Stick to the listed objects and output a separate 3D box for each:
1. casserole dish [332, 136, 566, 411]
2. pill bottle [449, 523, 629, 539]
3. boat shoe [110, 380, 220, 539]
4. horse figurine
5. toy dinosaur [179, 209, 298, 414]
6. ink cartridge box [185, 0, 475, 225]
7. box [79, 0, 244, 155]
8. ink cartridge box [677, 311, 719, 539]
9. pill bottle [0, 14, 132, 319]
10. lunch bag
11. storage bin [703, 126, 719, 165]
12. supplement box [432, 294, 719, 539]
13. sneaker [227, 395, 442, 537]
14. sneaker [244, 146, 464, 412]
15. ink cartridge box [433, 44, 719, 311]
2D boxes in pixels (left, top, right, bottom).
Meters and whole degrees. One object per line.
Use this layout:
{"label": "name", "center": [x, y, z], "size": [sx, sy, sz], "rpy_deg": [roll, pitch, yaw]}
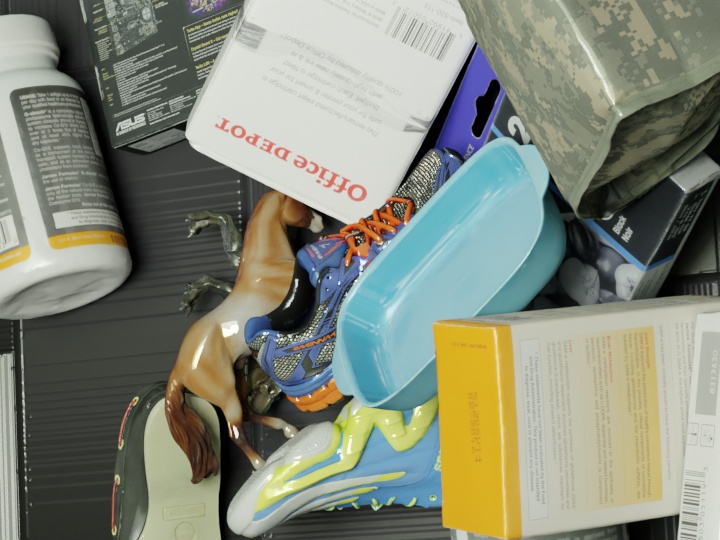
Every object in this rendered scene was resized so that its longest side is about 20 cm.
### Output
{"label": "casserole dish", "center": [0.059, 0.008, 1.535], "size": [0.200, 0.039, 0.121], "rpy_deg": [-48, 33, 22]}
{"label": "pill bottle", "center": [0.111, 0.142, 1.569], "size": [0.114, 0.114, 0.201], "rpy_deg": [-3, 96, 27]}
{"label": "boat shoe", "center": [-0.139, 0.178, 1.745], "size": [0.063, 0.073, 0.202], "rpy_deg": [-155, 69, -65]}
{"label": "horse figurine", "center": [-0.068, 0.052, 1.689], "size": [0.133, 0.050, 0.200], "rpy_deg": [42, 83, -9]}
{"label": "toy dinosaur", "center": [-0.080, -0.001, 1.739], "size": [0.088, 0.047, 0.201], "rpy_deg": [8, 90, 11]}
{"label": "ink cartridge box", "center": [-0.011, -0.151, 1.651], "size": [0.146, 0.083, 0.200], "rpy_deg": [26, 107, -8]}
{"label": "box", "center": [-0.103, -0.189, 1.771], "size": [0.200, 0.044, 0.161], "rpy_deg": [-20, 76, 24]}
{"label": "ink cartridge box", "center": [0.287, 0.113, 1.488], "size": [0.050, 0.199, 0.162], "rpy_deg": [-1, 83, 61]}
{"label": "pill bottle", "center": [-0.243, -0.075, 1.791], "size": [0.116, 0.116, 0.201], "rpy_deg": [-23, 74, 23]}
{"label": "lunch bag", "center": [0.132, -0.136, 1.431], "size": [0.117, 0.200, 0.164], "rpy_deg": [-27, 76, -15]}
{"label": "storage bin", "center": [0.217, -0.178, 1.581], "size": [0.135, 0.094, 0.200], "rpy_deg": [-33, 70, 20]}
{"label": "supplement box", "center": [0.146, 0.084, 1.480], "size": [0.073, 0.199, 0.126], "rpy_deg": [2, 95, 60]}
{"label": "sneaker", "center": [0.012, 0.133, 1.640], "size": [0.200, 0.076, 0.105], "rpy_deg": [-38, 94, 0]}
{"label": "sneaker", "center": [0.000, 0.000, 1.621], "size": [0.200, 0.078, 0.075], "rpy_deg": [-53, 26, 5]}
{"label": "ink cartridge box", "center": [0.118, -0.053, 1.594], "size": [0.200, 0.043, 0.198], "rpy_deg": [46, 139, 24]}
